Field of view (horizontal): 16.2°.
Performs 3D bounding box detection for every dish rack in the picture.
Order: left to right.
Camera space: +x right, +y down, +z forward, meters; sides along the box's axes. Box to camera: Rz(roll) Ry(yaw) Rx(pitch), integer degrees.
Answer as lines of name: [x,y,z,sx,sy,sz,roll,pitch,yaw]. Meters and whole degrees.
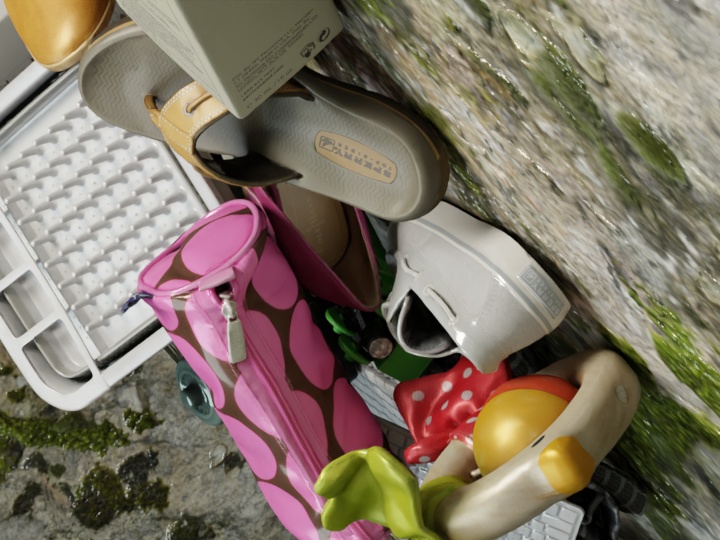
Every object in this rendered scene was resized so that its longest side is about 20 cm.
dish rack: [-0.149,-0.031,1.427,0.200,0.043,0.172,-35,85,40]

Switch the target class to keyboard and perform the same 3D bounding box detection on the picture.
keyboard: [0.027,0.108,1.398,0.199,0.011,0.056,23,143,10]

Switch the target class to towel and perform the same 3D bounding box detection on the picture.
towel: [0.067,0.084,1.488,0.166,0.085,0.200,57,167,-30]

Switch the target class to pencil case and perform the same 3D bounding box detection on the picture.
pencil case: [-0.041,0.067,1.329,0.201,0.091,0.094,58,169,-23]

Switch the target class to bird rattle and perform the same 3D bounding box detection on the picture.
bird rattle: [0.076,0.096,1.264,0.113,0.163,0.200,58,-144,-5]

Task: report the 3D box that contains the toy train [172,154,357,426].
toy train: [-0.078,0.007,1.475,0.114,0.085,0.201,-17,100,61]

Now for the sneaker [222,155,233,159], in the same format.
sneaker: [-0.082,-0.061,1.631,0.115,0.080,0.199,55,173,13]

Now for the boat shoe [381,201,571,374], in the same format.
boat shoe: [0.045,0.015,1.312,0.072,0.068,0.200,50,172,-23]

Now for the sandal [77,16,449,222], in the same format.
sandal: [-0.054,-0.067,1.239,0.199,0.055,0.082,25,134,13]

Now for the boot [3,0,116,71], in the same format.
boot: [-0.204,-0.210,1.362,0.144,0.071,0.202,41,-156,-43]

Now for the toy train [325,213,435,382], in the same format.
toy train: [0.000,0.000,1.448,0.056,0.042,0.200,29,-161,-26]

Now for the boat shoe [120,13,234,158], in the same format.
boat shoe: [-0.069,-0.099,1.389,0.200,0.063,0.073,51,171,-23]

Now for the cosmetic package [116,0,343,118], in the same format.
cosmetic package: [-0.084,-0.165,1.130,0.105,0.071,0.200,44,171,26]

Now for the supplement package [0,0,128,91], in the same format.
supplement package: [-0.220,-0.134,1.528,0.114,0.200,0.110,39,168,43]

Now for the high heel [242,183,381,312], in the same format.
high heel: [-0.034,-0.063,1.301,0.096,0.067,0.201,40,151,35]
